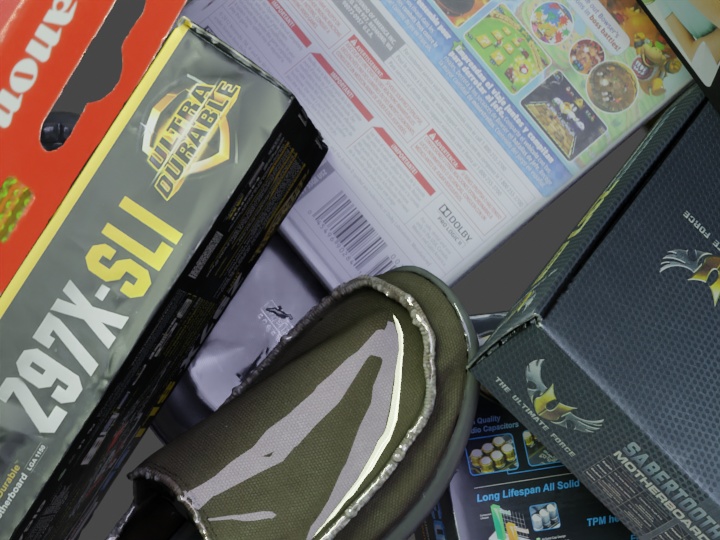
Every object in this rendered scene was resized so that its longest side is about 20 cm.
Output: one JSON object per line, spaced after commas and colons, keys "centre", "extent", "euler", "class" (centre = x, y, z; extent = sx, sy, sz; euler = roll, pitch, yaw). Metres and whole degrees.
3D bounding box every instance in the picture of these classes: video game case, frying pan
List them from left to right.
{"centre": [0.003, 0.017, 0.945], "extent": [0.189, 0.031, 0.116], "euler": [-14, 81, -10], "class": "frying pan"}
{"centre": [0.037, -0.090, 0.930], "extent": [0.200, 0.018, 0.143], "euler": [-40, 87, -5], "class": "video game case"}

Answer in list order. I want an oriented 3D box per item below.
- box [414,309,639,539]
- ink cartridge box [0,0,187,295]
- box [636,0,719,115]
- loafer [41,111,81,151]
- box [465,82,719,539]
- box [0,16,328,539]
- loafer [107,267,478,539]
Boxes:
{"centre": [0.119, 0.089, 0.920], "extent": [0.198, 0.046, 0.160], "euler": [-7, 76, -19], "class": "box"}
{"centre": [-0.150, -0.105, 0.845], "extent": [0.200, 0.050, 0.163], "euler": [34, 95, 39], "class": "ink cartridge box"}
{"centre": [0.144, -0.140, 0.882], "extent": [0.116, 0.060, 0.201], "euler": [-30, 73, -16], "class": "box"}
{"centre": [-0.179, -0.005, 0.906], "extent": [0.199, 0.070, 0.076], "euler": [-18, 104, -2], "class": "loafer"}
{"centre": [0.153, 0.046, 0.870], "extent": [0.200, 0.051, 0.158], "euler": [45, 52, -3], "class": "box"}
{"centre": [-0.086, 0.021, 0.833], "extent": [0.049, 0.160, 0.201], "euler": [33, 90, 3], "class": "box"}
{"centre": [-0.035, 0.083, 0.854], "extent": [0.075, 0.070, 0.201], "euler": [38, 94, 30], "class": "loafer"}
